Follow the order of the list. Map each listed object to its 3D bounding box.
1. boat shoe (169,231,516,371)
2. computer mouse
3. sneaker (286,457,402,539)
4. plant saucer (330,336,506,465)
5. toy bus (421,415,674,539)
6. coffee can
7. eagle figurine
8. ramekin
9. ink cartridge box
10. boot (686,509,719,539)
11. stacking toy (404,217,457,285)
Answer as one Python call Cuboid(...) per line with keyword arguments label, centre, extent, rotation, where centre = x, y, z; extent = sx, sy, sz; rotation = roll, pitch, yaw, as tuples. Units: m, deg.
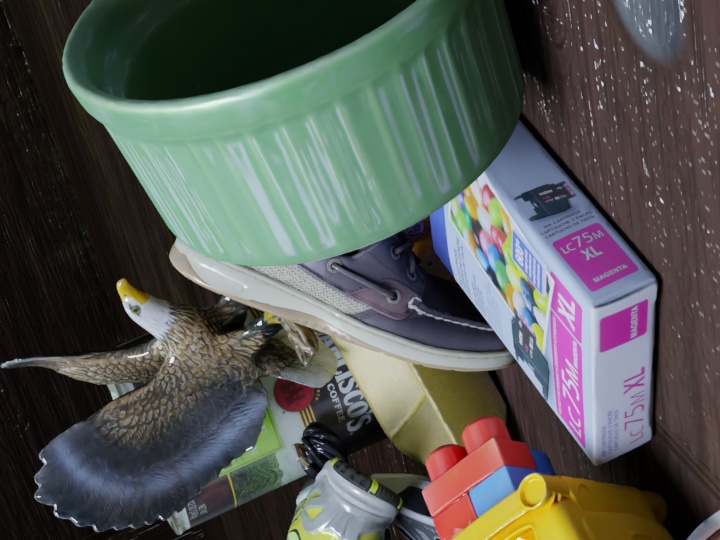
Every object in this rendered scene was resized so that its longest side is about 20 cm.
Cuboid(label="boat shoe", centre=(0.000, 0.000, 0.926), extent=(0.072, 0.200, 0.065), rotation=(-101, 30, -71))
Cuboid(label="computer mouse", centre=(0.045, 0.160, 1.173), extent=(0.200, 0.044, 0.110), rotation=(19, 154, 39))
Cuboid(label="sneaker", centre=(-0.024, 0.185, 1.166), extent=(0.075, 0.076, 0.200), rotation=(30, 161, 10))
Cuboid(label="plant saucer", centre=(0.020, 0.033, 1.098), extent=(0.200, 0.048, 0.200), rotation=(61, 168, -11))
Cuboid(label="toy bus", centre=(0.071, 0.179, 0.842), extent=(0.200, 0.136, 0.192), rotation=(-45, 54, 28))
Cuboid(label="coffee can", centre=(-0.073, 0.087, 1.268), extent=(0.146, 0.200, 0.146), rotation=(60, 166, 25))
Cuboid(label="eagle figurine", centre=(-0.124, 0.063, 1.130), extent=(0.151, 0.200, 0.152), rotation=(50, -170, 0))
Cuboid(label="ramekin", centre=(-0.023, -0.092, 0.775), extent=(0.200, 0.200, 0.098), rotation=(47, 164, 56))
Cuboid(label="ink cartridge box", centre=(0.077, -0.013, 0.847), extent=(0.119, 0.042, 0.200), rotation=(81, 163, -48))
Cuboid(label="boot", centre=(0.197, 0.185, 0.639), extent=(0.200, 0.064, 0.186), rotation=(63, 180, 31))
Cuboid(label="stacking toy", centre=(-0.002, -0.073, 0.964), extent=(0.200, 0.116, 0.110), rotation=(57, 171, -7))
